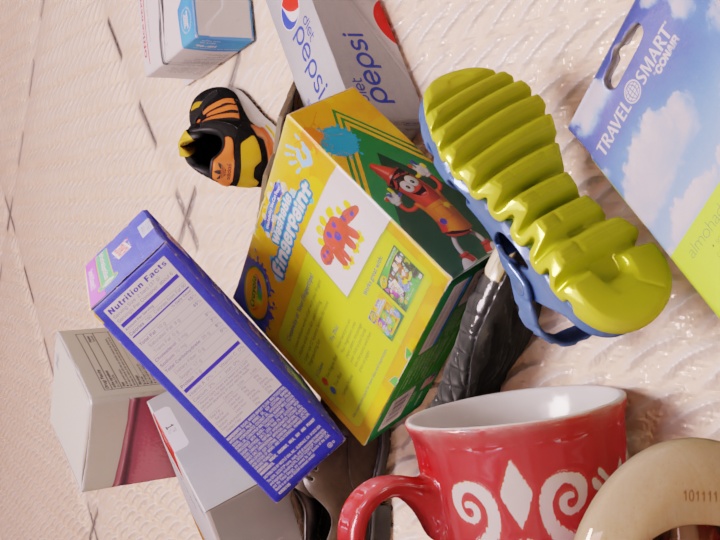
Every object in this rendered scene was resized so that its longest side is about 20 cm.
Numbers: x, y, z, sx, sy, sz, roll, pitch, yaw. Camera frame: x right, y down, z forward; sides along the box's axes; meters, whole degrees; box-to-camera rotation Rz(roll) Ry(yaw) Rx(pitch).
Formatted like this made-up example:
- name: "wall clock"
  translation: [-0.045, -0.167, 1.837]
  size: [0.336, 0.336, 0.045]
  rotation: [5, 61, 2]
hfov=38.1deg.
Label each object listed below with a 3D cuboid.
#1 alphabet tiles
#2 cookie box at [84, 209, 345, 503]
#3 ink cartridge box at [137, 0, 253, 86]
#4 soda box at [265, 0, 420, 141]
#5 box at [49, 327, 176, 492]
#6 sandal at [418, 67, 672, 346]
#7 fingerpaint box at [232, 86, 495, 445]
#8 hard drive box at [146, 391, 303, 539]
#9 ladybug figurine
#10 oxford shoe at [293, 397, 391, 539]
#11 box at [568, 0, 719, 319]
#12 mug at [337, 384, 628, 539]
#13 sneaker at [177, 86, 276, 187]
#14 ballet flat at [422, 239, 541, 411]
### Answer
- name: "alphabet tiles"
  translation: [-0.071, -0.069, 0.899]
  size: [0.167, 0.006, 0.202]
  rotation: [-76, -1, -53]
- name: "cookie box"
  translation: [-0.117, 0.059, 0.802]
  size: [0.201, 0.075, 0.171]
  rotation: [50, 175, -18]
- name: "ink cartridge box"
  translation: [-0.188, -0.276, 1.119]
  size: [0.199, 0.067, 0.118]
  rotation: [-11, 84, 60]
- name: "soda box"
  translation: [-0.018, -0.182, 0.838]
  size: [0.064, 0.067, 0.202]
  rotation: [-52, 50, 49]
- name: "box"
  translation: [-0.202, 0.131, 1.064]
  size: [0.128, 0.197, 0.110]
  rotation: [44, 129, 48]
- name: "sandal"
  translation: [0.093, -0.032, 0.608]
  size: [0.202, 0.079, 0.087]
  rotation: [61, 161, 25]
- name: "fingerpaint box"
  translation: [0.000, 0.000, 0.767]
  size: [0.167, 0.073, 0.201]
  rotation: [45, 139, 20]
- name: "hard drive box"
  translation: [-0.116, 0.220, 0.981]
  size: [0.156, 0.076, 0.202]
  rotation: [47, 155, 48]
- name: "ladybug figurine"
  translation: [0.162, 0.183, 0.531]
  size: [0.072, 0.133, 0.204]
  rotation: [-160, 73, -88]
- name: "oxford shoe"
  translation: [-0.022, 0.154, 0.875]
  size: [0.072, 0.083, 0.204]
  rotation: [-2, 90, 61]
- name: "box"
  translation: [0.192, -0.054, 0.514]
  size: [0.201, 0.047, 0.123]
  rotation: [61, 141, 37]
- name: "mug"
  translation: [0.086, 0.183, 0.626]
  size: [0.133, 0.175, 0.203]
  rotation: [-13, -87, -81]
- name: "sneaker"
  translation: [-0.148, -0.137, 1.046]
  size: [0.200, 0.089, 0.071]
  rotation: [41, 128, 50]
- name: "ballet flat"
  translation: [0.075, 0.056, 0.709]
  size: [0.057, 0.066, 0.202]
  rotation: [43, 131, 35]
